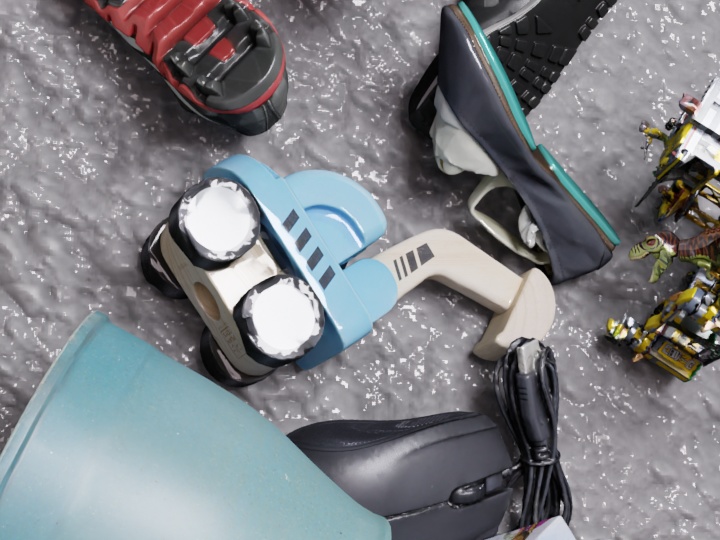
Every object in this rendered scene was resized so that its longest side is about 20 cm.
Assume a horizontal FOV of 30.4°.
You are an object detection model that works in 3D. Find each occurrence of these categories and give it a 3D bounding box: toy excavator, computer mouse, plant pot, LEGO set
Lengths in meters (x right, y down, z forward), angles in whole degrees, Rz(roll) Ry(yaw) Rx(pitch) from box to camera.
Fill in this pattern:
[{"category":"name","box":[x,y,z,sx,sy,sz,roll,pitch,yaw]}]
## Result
[{"category":"toy excavator","box":[0.000,0.000,0.786,0.199,0.100,0.195,-33,89,-25]},{"category":"computer mouse","box":[0.033,0.123,0.767,0.198,0.053,0.140,-11,106,-11]},{"category":"plant pot","box":[-0.093,0.152,0.669,0.187,0.200,0.202,26,75,-4]},{"category":"LEGO set","box":[0.193,-0.023,0.783,0.115,0.200,0.155,32,87,3]}]

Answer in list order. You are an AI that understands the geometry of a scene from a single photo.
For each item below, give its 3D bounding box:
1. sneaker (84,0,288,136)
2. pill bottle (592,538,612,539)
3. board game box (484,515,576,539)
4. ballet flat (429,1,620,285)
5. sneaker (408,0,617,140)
[{"category":"sneaker","box":[-0.111,-0.152,0.797,0.071,0.098,0.200,-42,67,-4]},{"category":"pill bottle","box":[0.188,0.257,0.765,0.199,0.111,0.112,38,74,-4]},{"category":"board game box","box":[0.088,0.241,0.697,0.041,0.200,0.200,-33,89,-37]},{"category":"ballet flat","box":[0.086,-0.066,0.801,0.073,0.073,0.200,-48,120,-17]},{"category":"sneaker","box":[0.098,-0.169,0.856,0.200,0.088,0.076,-46,134,1]}]
